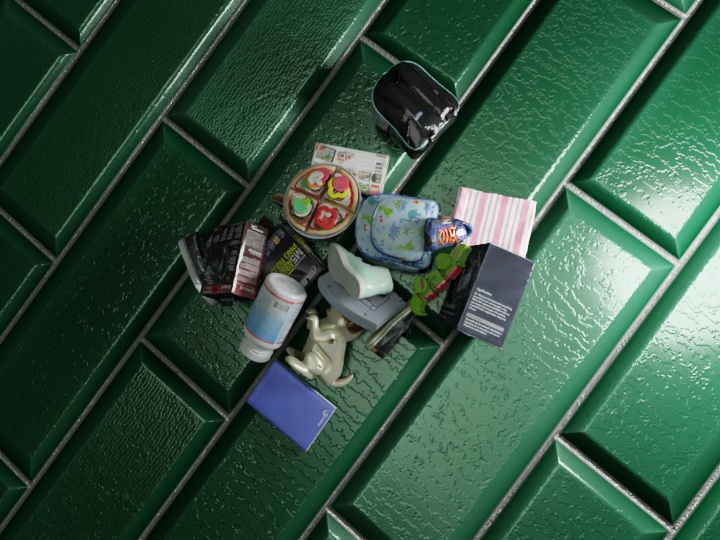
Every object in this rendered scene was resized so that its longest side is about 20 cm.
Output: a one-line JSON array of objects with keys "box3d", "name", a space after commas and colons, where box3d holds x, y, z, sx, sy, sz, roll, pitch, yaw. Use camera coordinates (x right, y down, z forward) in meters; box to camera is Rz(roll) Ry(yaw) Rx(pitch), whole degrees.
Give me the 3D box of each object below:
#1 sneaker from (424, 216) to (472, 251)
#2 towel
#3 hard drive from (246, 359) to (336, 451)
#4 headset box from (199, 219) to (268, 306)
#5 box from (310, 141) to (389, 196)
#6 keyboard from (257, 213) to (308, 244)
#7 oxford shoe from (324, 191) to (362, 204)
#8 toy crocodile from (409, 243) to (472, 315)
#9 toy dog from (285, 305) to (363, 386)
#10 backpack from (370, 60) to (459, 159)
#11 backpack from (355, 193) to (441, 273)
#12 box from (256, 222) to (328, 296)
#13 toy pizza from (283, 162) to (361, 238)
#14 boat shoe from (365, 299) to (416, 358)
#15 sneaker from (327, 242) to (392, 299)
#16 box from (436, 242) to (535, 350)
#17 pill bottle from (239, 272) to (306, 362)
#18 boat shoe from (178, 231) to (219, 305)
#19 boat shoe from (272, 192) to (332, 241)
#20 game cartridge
[{"box3d": [0.201, -0.089, 1.197, 0.077, 0.199, 0.077, 4, 108, 30], "name": "sneaker"}, {"box3d": [0.327, -0.119, 1.297, 0.196, 0.030, 0.149, 12, 88, 8], "name": "towel"}, {"box3d": [-0.177, 0.342, 1.328, 0.199, 0.025, 0.133, 36, 90, 9], "name": "hard drive"}, {"box3d": [-0.317, -0.011, 1.301, 0.147, 0.077, 0.204, -6, 71, 43], "name": "headset box"}, {"box3d": [-0.032, -0.259, 1.354, 0.196, 0.035, 0.112, 13, 87, 8], "name": "box"}, {"box3d": [-0.190, -0.067, 1.350, 0.200, 0.021, 0.127, 46, 119, 8], "name": "keyboard"}, {"box3d": [-0.092, -0.185, 1.334, 0.196, 0.076, 0.058, 18, 57, 6], "name": "oxford shoe"}, {"box3d": [0.185, 0.019, 1.209, 0.200, 0.067, 0.062, -48, 54, 13], "name": "toy crocodile"}, {"box3d": [-0.068, 0.170, 1.274, 0.193, 0.140, 0.201, 36, 90, 0], "name": "toy dog"}, {"box3d": [0.122, -0.397, 1.285, 0.200, 0.153, 0.176, 45, 90, -1], "name": "backpack"}, {"box3d": [0.086, -0.099, 1.270, 0.196, 0.147, 0.187, 10, 83, 12], "name": "backpack"}, {"box3d": [-0.199, 0.006, 1.322, 0.160, 0.044, 0.200, 46, 110, 9], "name": "box"}, {"box3d": [-0.096, -0.176, 1.278, 0.196, 0.032, 0.204, -3, 73, 9], "name": "toy pizza"}, {"box3d": [0.099, 0.135, 1.283, 0.200, 0.075, 0.062, -43, 96, -8], "name": "boat shoe"}, {"box3d": [0.000, 0.001, 1.258, 0.201, 0.116, 0.075, 51, 133, 45], "name": "sneaker"}, {"box3d": [0.279, 0.053, 1.195, 0.116, 0.197, 0.203, 23, 88, -4], "name": "box"}, {"box3d": [-0.217, 0.117, 1.262, 0.108, 0.109, 0.202, 32, 107, 9], "name": "pill bottle"}, {"box3d": [-0.408, -0.008, 1.370, 0.067, 0.072, 0.202, -29, 75, 6], "name": "boat shoe"}, {"box3d": [-0.146, -0.138, 1.341, 0.197, 0.076, 0.073, 27, 92, 11], "name": "boat shoe"}, {"box3d": [-0.004, 0.061, 1.262, 0.199, 0.132, 0.041, 36, 134, 27], "name": "game cartridge"}]
